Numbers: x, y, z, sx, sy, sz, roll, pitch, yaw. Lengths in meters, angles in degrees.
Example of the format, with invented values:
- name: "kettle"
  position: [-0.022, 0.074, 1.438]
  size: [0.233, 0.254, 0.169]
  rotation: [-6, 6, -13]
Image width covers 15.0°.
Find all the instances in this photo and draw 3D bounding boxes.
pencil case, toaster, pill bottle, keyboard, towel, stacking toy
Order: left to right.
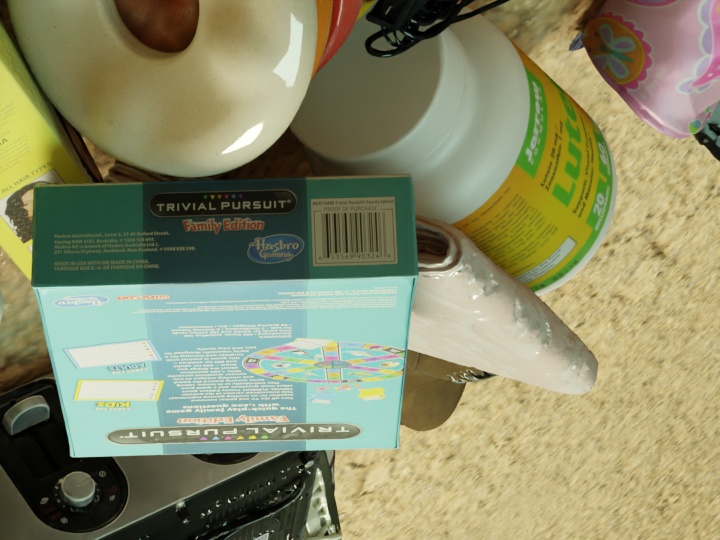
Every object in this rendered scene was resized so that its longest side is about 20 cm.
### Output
- name: "toaster"
  position: [-0.120, 0.127, 1.392]
  size: [0.180, 0.119, 0.200]
  rotation: [-23, 149, -23]
- name: "stacking toy"
  position: [-0.037, -0.133, 1.119]
  size: [0.200, 0.146, 0.146]
  rotation: [-33, 159, -52]
- name: "towel"
  position: [0.000, 0.000, 1.285]
  size: [0.200, 0.190, 0.032]
  rotation: [36, 72, -61]
- name: "pill bottle"
  position: [0.040, -0.062, 1.295]
  size: [0.111, 0.111, 0.200]
  rotation: [-41, 153, 9]
- name: "keyboard"
  position: [0.060, -0.144, 1.175]
  size: [0.104, 0.040, 0.200]
  rotation: [-53, 178, 30]
- name: "pencil case"
  position: [0.196, -0.159, 1.364]
  size: [0.087, 0.088, 0.200]
  rotation: [3, 133, -52]

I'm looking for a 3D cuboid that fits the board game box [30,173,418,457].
- name: "board game box"
  position: [-0.055, 0.023, 1.155]
  size: [0.150, 0.047, 0.200]
  rotation: [-1, 157, -2]

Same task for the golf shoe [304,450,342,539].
- name: "golf shoe"
  position: [-0.036, 0.116, 1.512]
  size: [0.077, 0.088, 0.200]
  rotation: [-24, 149, -20]

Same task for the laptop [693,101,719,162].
- name: "laptop"
  position: [0.242, -0.147, 1.514]
  size: [0.177, 0.103, 0.200]
  rotation: [-43, 127, 11]

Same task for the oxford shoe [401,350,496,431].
- name: "oxford shoe"
  position: [0.051, 0.038, 1.496]
  size: [0.072, 0.085, 0.200]
  rotation: [-26, 152, -24]

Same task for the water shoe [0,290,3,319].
- name: "water shoe"
  position: [-0.184, -0.005, 1.099]
  size: [0.079, 0.072, 0.200]
  rotation: [-33, -163, -30]

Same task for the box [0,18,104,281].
- name: "box"
  position: [-0.151, -0.062, 1.112]
  size: [0.050, 0.075, 0.200]
  rotation: [-30, 154, 0]
